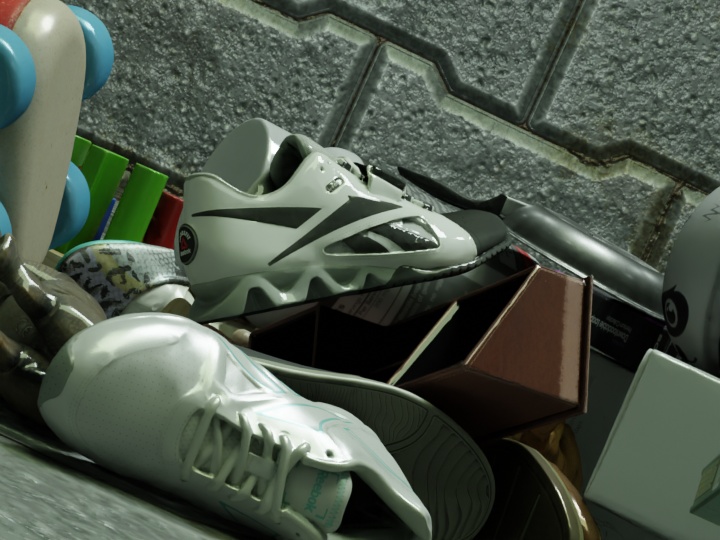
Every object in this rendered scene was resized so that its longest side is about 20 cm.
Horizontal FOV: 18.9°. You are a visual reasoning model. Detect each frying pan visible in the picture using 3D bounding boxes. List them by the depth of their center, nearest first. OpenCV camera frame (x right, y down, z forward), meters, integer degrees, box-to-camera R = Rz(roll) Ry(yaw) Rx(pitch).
[{"bbox_3d":[0.111,-0.018,1.247,0.114,0.031,0.190,25,8,-35],"label":"frying pan"}]

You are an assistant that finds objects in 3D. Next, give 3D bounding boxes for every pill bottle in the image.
[{"bbox_3d":[0.000,0.000,1.244,0.199,0.114,0.114,29,0,-25],"label":"pill bottle"}]

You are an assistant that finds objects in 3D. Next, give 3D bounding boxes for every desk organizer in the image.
[{"bbox_3d":[0.024,0.050,1.110,0.077,0.072,0.199,20,-26,-32],"label":"desk organizer"}]

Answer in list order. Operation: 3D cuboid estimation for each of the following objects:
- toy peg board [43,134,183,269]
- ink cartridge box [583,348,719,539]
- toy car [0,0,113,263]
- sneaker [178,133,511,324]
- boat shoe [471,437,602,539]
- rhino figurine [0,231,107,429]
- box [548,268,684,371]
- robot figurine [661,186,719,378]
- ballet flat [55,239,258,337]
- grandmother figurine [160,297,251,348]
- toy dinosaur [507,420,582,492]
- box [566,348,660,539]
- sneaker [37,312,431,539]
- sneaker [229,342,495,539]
[{"bbox_3d":[-0.183,-0.036,1.589,0.199,0.098,0.199,25,2,30],"label":"toy peg board"},{"bbox_3d":[0.223,0.124,1.086,0.199,0.085,0.146,25,-4,18],"label":"ink cartridge box"},{"bbox_3d":[-0.270,-0.089,1.269,0.198,0.178,0.184,13,12,7],"label":"toy car"},{"bbox_3d":[-0.005,-0.030,1.116,0.199,0.089,0.074,-9,-3,-38],"label":"sneaker"},{"bbox_3d":[0.082,0.124,1.120,0.068,0.072,0.200,23,3,-25],"label":"boat shoe"},{"bbox_3d":[-0.152,0.025,0.994,0.087,0.060,0.200,42,-3,-14],"label":"rhino figurine"},{"bbox_3d":[0.199,0.055,1.294,0.142,0.036,0.200,23,2,-18],"label":"box"},{"bbox_3d":[0.250,0.026,1.115,0.199,0.151,0.124,24,25,33],"label":"robot figurine"},{"bbox_3d":[-0.106,0.033,1.372,0.072,0.072,0.200,27,3,41],"label":"ballet flat"},{"bbox_3d":[-0.040,0.074,1.258,0.199,0.061,0.122,28,20,-44],"label":"grandmother figurine"},{"bbox_3d":[0.106,0.119,1.206,0.201,0.060,0.107,62,3,-45],"label":"toy dinosaur"},{"bbox_3d":[0.168,0.130,1.296,0.199,0.125,0.097,26,2,1],"label":"box"},{"bbox_3d":[-0.045,0.075,0.924,0.199,0.071,0.080,24,5,-37],"label":"sneaker"},{"bbox_3d":[-0.033,0.072,1.052,0.199,0.075,0.106,23,2,-20],"label":"sneaker"}]
